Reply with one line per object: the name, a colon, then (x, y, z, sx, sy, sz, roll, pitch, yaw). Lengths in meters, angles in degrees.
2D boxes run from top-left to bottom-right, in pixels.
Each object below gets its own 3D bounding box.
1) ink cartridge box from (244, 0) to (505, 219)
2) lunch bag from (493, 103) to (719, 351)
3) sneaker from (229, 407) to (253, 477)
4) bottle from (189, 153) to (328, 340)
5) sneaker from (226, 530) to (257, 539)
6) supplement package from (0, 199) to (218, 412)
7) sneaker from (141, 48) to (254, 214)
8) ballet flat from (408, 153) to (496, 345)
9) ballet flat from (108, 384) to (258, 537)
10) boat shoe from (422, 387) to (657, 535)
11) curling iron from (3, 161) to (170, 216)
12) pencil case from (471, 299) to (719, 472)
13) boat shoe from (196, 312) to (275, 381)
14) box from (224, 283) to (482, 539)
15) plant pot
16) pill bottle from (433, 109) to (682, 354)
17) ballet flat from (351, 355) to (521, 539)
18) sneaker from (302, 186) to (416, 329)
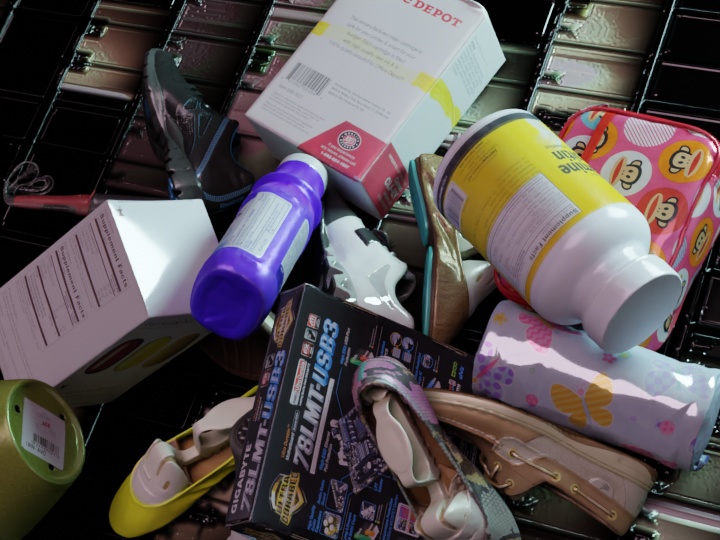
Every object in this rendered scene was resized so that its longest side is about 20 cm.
ink cartridge box: (0.016, -0.170, 1.523, 0.145, 0.083, 0.200, 32, 78, 30)
lunch bag: (0.205, -0.038, 1.396, 0.176, 0.082, 0.200, 19, 73, 31)
sneaker: (-0.027, 0.138, 1.395, 0.076, 0.114, 0.199, 33, 51, 30)
bottle: (-0.079, -0.028, 1.386, 0.065, 0.084, 0.200, 29, 40, -2)
sneaker: (-0.026, 0.274, 1.325, 0.200, 0.076, 0.081, 27, 106, 20)
supplement package: (-0.217, 0.031, 1.425, 0.200, 0.114, 0.110, -34, 71, 38)
sneaker: (-0.160, -0.133, 1.587, 0.082, 0.073, 0.200, -13, 60, -12)
ballet flat: (0.084, -0.016, 1.442, 0.072, 0.068, 0.200, -2, 58, -2)
ballet flat: (-0.142, 0.157, 1.422, 0.200, 0.067, 0.067, -32, 59, 2)
boat shoe: (0.132, 0.150, 1.299, 0.200, 0.074, 0.066, 21, 82, 3)
curling iron: (-0.263, -0.074, 1.606, 0.200, 0.026, 0.050, 8, 70, 22)
pencil case: (0.188, 0.089, 1.311, 0.200, 0.091, 0.083, 18, 115, 15)
boat shoe: (-0.118, 0.033, 1.469, 0.202, 0.075, 0.075, 28, 33, 34)
box: (0.006, 0.137, 1.314, 0.050, 0.198, 0.200, -25, 48, 55)
plant pot: (-0.334, 0.172, 1.384, 0.200, 0.187, 0.187, -26, 57, 24)
pill bottle: (0.156, -0.029, 1.296, 0.112, 0.112, 0.200, -40, 58, -4)
ballet flat: (0.052, 0.158, 1.261, 0.069, 0.071, 0.200, -30, 97, 23)
sneaker: (0.000, 0.000, 1.455, 0.088, 0.074, 0.200, 5, 40, -16)
